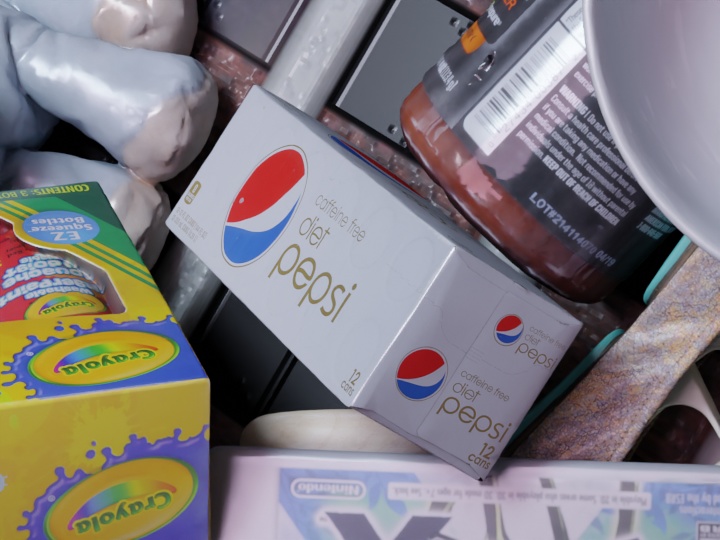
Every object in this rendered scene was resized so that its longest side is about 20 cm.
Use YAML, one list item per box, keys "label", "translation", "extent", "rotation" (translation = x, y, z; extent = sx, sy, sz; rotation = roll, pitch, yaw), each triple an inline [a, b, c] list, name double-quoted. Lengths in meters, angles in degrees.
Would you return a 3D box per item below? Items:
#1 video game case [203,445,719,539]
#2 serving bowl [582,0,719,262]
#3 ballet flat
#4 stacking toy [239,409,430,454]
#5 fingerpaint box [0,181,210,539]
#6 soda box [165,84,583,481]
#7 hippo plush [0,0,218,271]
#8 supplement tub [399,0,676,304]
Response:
- label: "video game case"
  translation: [0.041, 0.157, 1.021]
  extent: [0.198, 0.022, 0.184]
  rotation: [2, 88, 8]
- label: "serving bowl"
  translation: [0.173, -0.088, 0.951]
  extent: [0.199, 0.066, 0.202]
  rotation: [0, 93, 7]
- label: "ballet flat"
  translation: [0.120, 0.033, 1.048]
  extent: [0.067, 0.068, 0.200]
  rotation: [43, 106, 11]
- label: "stacking toy"
  translation: [-0.003, 0.154, 1.075]
  extent: [0.085, 0.085, 0.202]
  rotation: [-4, 81, 28]
- label: "fingerpaint box"
  translation: [-0.169, 0.041, 1.042]
  extent: [0.167, 0.199, 0.074]
  rotation: [-124, 32, -57]
- label: "soda box"
  translation: [0.000, 0.000, 1.065]
  extent: [0.068, 0.063, 0.200]
  rotation: [-57, 30, 5]
- label: "hippo plush"
  translation: [-0.161, -0.087, 1.169]
  extent: [0.159, 0.161, 0.201]
  rotation: [-33, 64, 18]
- label: "supplement tub"
  translation: [0.114, -0.091, 1.048]
  extent: [0.200, 0.107, 0.107]
  rotation: [-46, 61, 11]
